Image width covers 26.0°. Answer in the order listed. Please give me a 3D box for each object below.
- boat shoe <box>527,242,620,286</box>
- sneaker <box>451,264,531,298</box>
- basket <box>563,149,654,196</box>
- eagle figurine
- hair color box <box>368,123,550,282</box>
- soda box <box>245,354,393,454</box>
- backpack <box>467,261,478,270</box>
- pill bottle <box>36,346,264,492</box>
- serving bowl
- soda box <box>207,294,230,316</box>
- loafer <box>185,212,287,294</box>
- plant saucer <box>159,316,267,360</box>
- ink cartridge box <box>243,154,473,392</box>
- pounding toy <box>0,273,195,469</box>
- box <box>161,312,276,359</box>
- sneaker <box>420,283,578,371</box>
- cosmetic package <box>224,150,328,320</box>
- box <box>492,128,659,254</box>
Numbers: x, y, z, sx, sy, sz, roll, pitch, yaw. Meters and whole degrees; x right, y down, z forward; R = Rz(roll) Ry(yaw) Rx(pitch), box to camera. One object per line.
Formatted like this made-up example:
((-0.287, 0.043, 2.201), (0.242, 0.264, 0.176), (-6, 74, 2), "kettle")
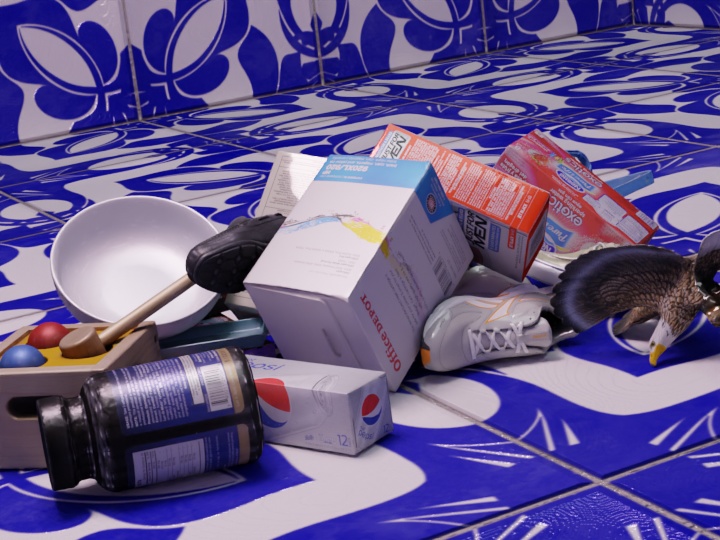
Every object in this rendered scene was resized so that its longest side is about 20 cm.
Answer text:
((0.287, -0.001, 1.800), (0.198, 0.063, 0.072), (12, 5, 15), "boat shoe")
((0.114, 0.051, 1.785), (0.198, 0.075, 0.087), (-15, 34, -20), "sneaker")
((0.266, -0.086, 2.053), (0.198, 0.141, 0.175), (-7, 10, 43), "basket")
((0.318, 0.028, 1.639), (0.151, 0.153, 0.199), (-39, 34, -27), "eagle figurine")
((0.106, -0.074, 1.738), (0.198, 0.111, 0.064), (26, 65, 16), "hair color box")
((-0.067, 0.130, 1.544), (0.198, 0.064, 0.068), (5, 19, 38), "soda box")
((0.073, -0.041, 1.897), (0.154, 0.200, 0.191), (-44, 33, 9), "backpack")
((-0.197, 0.143, 1.460), (0.197, 0.113, 0.112), (-10, 15, -15), "pill bottle")
((-0.249, 0.009, 1.758), (0.197, 0.066, 0.202), (5, 46, -5), "serving bowl")
((-0.191, 0.018, 1.868), (0.198, 0.064, 0.071), (-14, 14, -23), "soda box")
((-0.125, -0.022, 1.687), (0.070, 0.069, 0.200), (33, 27, 26), "loafer")
((-0.200, 0.081, 1.726), (0.197, 0.019, 0.070), (-9, 15, -3), "plant saucer")
((0.000, 0.000, 1.675), (0.143, 0.148, 0.201), (8, 50, 35), "ink cartridge box")
((-0.277, 0.100, 1.599), (0.197, 0.144, 0.184), (-3, 15, 13), "pounding toy")
((-0.195, 0.094, 1.789), (0.135, 0.040, 0.199), (-15, 17, -24), "box")
((0.153, 0.064, 1.682), (0.199, 0.077, 0.091), (-19, 23, -36), "sneaker")
((-0.072, -0.030, 1.812), (0.102, 0.202, 0.073), (11, -20, 22), "cosmetic package")
((0.247, -0.068, 1.889), (0.199, 0.096, 0.100), (40, 30, 11), "box")
